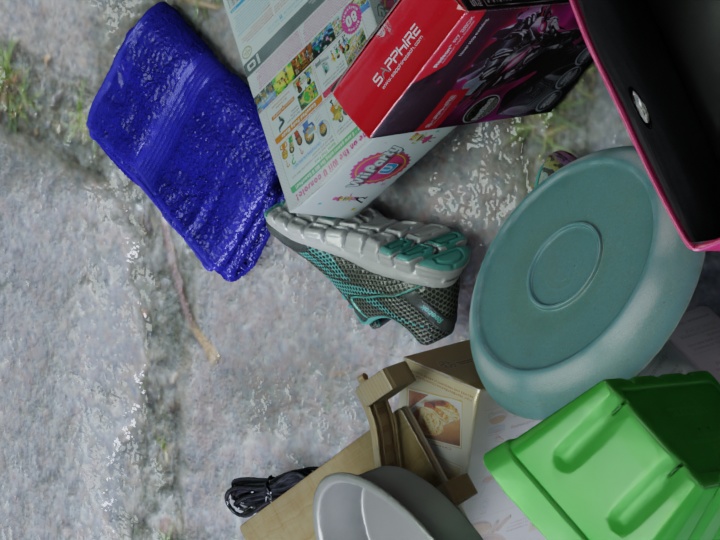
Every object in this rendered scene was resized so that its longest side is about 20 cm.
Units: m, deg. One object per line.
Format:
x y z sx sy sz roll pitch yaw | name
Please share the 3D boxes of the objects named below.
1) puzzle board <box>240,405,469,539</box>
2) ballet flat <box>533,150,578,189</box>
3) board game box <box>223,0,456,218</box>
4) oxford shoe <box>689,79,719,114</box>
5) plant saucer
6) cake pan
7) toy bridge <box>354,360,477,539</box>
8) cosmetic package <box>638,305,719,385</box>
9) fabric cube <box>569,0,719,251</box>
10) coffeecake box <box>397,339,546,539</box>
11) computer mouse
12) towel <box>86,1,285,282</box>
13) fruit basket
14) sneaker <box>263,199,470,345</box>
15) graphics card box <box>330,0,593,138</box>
0.008 0.203 1.632 0.200 0.017 0.151 -40 73 41 | puzzle board
0.157 0.006 1.593 0.071 0.069 0.200 -25 54 52 | ballet flat
-0.015 -0.161 1.721 0.148 0.064 0.200 -40 57 41 | board game box
0.246 -0.130 1.512 0.071 0.072 0.200 11 106 40 | oxford shoe
0.140 0.001 1.523 0.200 0.027 0.200 -32 40 33 | plant saucer
0.043 0.211 1.519 0.200 0.037 0.200 43 150 32 | cake pan
0.047 0.157 1.555 0.067 0.027 0.200 -38 75 42 | toy bridge
0.256 0.129 1.563 0.200 0.074 0.102 47 127 22 | cosmetic package
0.261 -0.135 1.372 0.200 0.199 0.196 -26 82 18 | fabric cube
0.093 0.151 1.658 0.073 0.153 0.200 22 113 38 | coffeecake box
-0.022 0.241 1.841 0.140 0.046 0.200 -25 90 53 | computer mouse
-0.139 -0.103 1.886 0.200 0.050 0.148 45 127 26 | towel
0.162 0.173 1.472 0.156 0.215 0.216 49 127 22 | fruit basket
0.000 0.000 1.769 0.200 0.078 0.091 25 128 43 | sneaker
0.088 -0.154 1.565 0.051 0.200 0.125 54 128 20 | graphics card box
